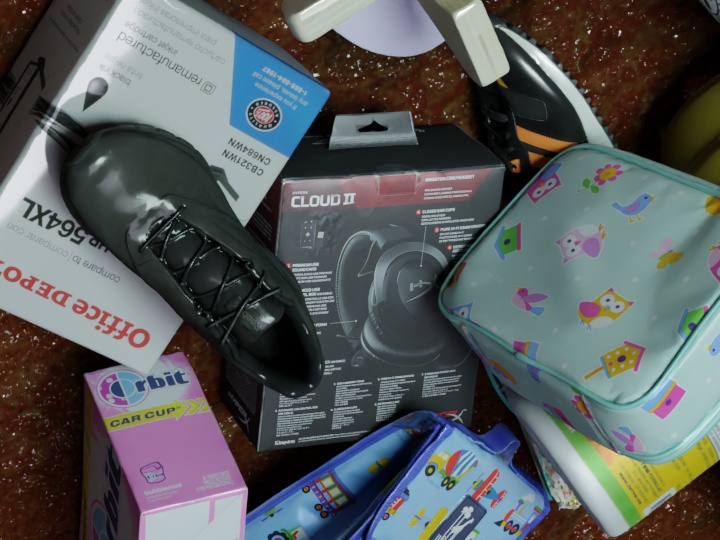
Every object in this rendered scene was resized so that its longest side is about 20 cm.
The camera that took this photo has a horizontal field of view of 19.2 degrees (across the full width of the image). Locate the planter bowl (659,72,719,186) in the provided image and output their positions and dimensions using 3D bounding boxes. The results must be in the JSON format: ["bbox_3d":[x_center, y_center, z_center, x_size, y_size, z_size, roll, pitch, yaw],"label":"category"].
[{"bbox_3d":[0.253,-0.078,1.360,0.200,0.084,0.201,-30,158,-13],"label":"planter bowl"}]

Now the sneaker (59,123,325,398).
[{"bbox_3d":[-0.081,-0.004,1.156,0.076,0.091,0.200,-45,125,3],"label":"sneaker"}]

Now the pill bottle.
[{"bbox_3d":[0.199,0.060,1.303,0.200,0.111,0.111,-37,124,-1],"label":"pill bottle"}]

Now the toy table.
[{"bbox_3d":[0.023,-0.197,1.197,0.184,0.117,0.200,-42,123,-1],"label":"toy table"}]

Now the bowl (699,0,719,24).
[{"bbox_3d":[0.242,-0.233,1.275,0.201,0.094,0.201,-56,166,-22],"label":"bowl"}]

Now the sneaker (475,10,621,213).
[{"bbox_3d":[0.106,-0.069,1.325,0.090,0.070,0.200,-43,126,-4],"label":"sneaker"}]

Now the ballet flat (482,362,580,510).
[{"bbox_3d":[0.131,0.082,1.400,0.063,0.076,0.200,-10,138,18],"label":"ballet flat"}]

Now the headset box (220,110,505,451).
[{"bbox_3d":[0.000,0.000,1.305,0.148,0.077,0.201,-6,115,-23],"label":"headset box"}]

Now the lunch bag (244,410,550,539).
[{"bbox_3d":[0.023,0.167,1.358,0.200,0.094,0.150,-43,139,8],"label":"lunch bag"}]

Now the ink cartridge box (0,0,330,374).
[{"bbox_3d":[-0.135,-0.061,1.207,0.146,0.084,0.201,27,100,-33],"label":"ink cartridge box"}]

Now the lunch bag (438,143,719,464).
[{"bbox_3d":[0.156,0.013,1.229,0.161,0.200,0.077,-48,130,-11],"label":"lunch bag"}]

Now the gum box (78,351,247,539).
[{"bbox_3d":[-0.121,0.164,1.278,0.066,0.114,0.201,-11,135,-20],"label":"gum box"}]
